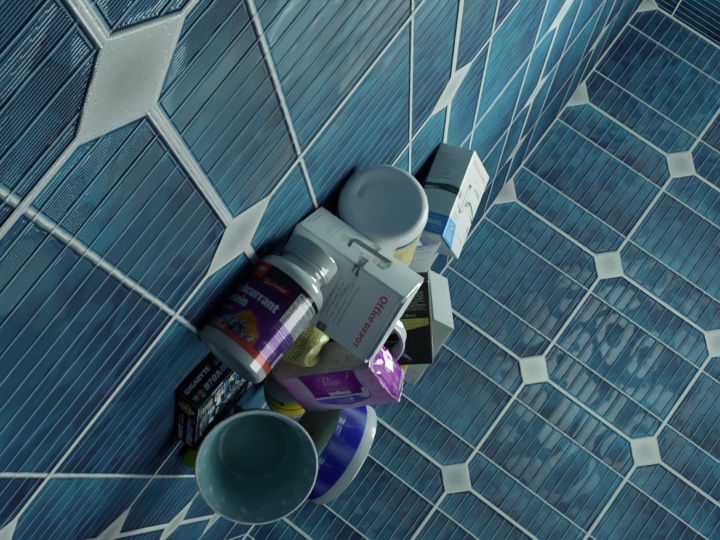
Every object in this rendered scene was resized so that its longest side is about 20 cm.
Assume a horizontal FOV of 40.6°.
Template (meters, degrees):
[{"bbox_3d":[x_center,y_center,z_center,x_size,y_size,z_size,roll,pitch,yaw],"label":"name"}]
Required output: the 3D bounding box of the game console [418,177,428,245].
[{"bbox_3d":[0.117,-0.081,2.071,0.200,0.118,0.171,-44,174,-48],"label":"game console"}]

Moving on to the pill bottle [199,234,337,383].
[{"bbox_3d":[-0.124,0.049,1.373,0.200,0.111,0.111,-51,170,-19],"label":"pill bottle"}]

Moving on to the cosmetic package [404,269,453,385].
[{"bbox_3d":[0.122,0.110,1.941,0.151,0.052,0.200,-56,-165,24],"label":"cosmetic package"}]

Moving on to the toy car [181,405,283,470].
[{"bbox_3d":[-0.207,0.312,1.803,0.158,0.164,0.200,-57,180,19],"label":"toy car"}]

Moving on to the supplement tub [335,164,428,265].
[{"bbox_3d":[0.026,-0.066,1.597,0.145,0.145,0.200,-50,170,-24],"label":"supplement tub"}]

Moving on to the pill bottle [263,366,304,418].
[{"bbox_3d":[-0.137,0.217,1.919,0.111,0.111,0.200,-50,170,-20],"label":"pill bottle"}]

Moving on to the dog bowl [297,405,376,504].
[{"bbox_3d":[-0.061,0.316,1.762,0.200,0.079,0.200,-50,-162,22],"label":"dog bowl"}]

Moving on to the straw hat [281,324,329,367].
[{"bbox_3d":[-0.099,0.114,1.605,0.201,0.085,0.201,-63,175,-10],"label":"straw hat"}]

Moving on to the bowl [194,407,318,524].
[{"bbox_3d":[-0.175,0.311,1.629,0.201,0.201,0.105,-55,-167,5],"label":"bowl"}]

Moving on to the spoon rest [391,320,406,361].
[{"bbox_3d":[0.005,0.074,1.647,0.061,0.200,0.099,-40,-157,31],"label":"spoon rest"}]

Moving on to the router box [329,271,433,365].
[{"bbox_3d":[0.026,0.089,1.721,0.052,0.199,0.158,-83,170,-71],"label":"router box"}]

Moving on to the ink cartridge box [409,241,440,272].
[{"bbox_3d":[0.038,0.000,1.922,0.196,0.043,0.200,-9,149,-24],"label":"ink cartridge box"}]

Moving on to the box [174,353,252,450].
[{"bbox_3d":[-0.227,0.187,1.554,0.159,0.046,0.200,-49,170,-28],"label":"box"}]

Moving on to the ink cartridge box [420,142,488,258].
[{"bbox_3d":[0.190,-0.147,2.061,0.201,0.084,0.146,-68,155,-10],"label":"ink cartridge box"}]

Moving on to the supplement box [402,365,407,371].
[{"bbox_3d":[0.003,0.108,1.834,0.110,0.200,0.109,-65,-172,-11],"label":"supplement box"}]

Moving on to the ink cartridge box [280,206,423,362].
[{"bbox_3d":[-0.025,0.022,1.487,0.085,0.200,0.146,-42,165,-53],"label":"ink cartridge box"}]

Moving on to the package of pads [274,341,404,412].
[{"bbox_3d":[-0.037,0.179,1.665,0.121,0.199,0.076,52,39,-39],"label":"package of pads"}]
